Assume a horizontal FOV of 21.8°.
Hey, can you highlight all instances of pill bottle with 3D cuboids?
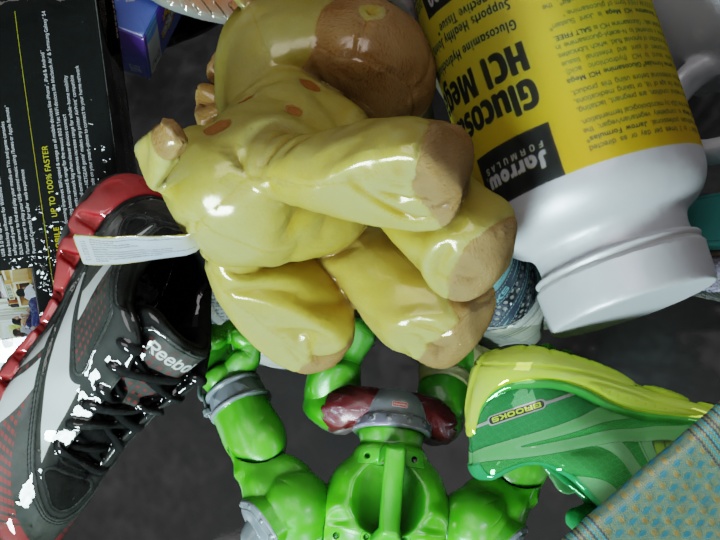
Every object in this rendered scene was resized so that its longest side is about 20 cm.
[{"bbox_3d":[0.101,-0.076,0.904,0.111,0.112,0.202,-18,79,0],"label":"pill bottle"}]

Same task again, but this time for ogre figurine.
[{"bbox_3d":[0.011,0.089,0.940,0.198,0.098,0.121,14,63,-19],"label":"ogre figurine"}]

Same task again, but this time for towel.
[{"bbox_3d":[0.183,0.132,0.885,0.199,0.147,0.022,-39,23,-5],"label":"towel"}]

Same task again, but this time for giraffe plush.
[{"bbox_3d":[-0.022,-0.064,0.888,0.198,0.173,0.163,10,51,0],"label":"giraffe plush"}]

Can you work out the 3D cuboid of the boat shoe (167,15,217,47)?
[{"bbox_3d":[-0.173,-0.134,1.091,0.199,0.069,0.057,-27,65,-6],"label":"boat shoe"}]

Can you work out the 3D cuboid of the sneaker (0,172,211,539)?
[{"bbox_3d":[-0.127,0.053,0.924,0.097,0.071,0.202,18,83,44],"label":"sneaker"}]

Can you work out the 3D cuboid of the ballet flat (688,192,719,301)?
[{"bbox_3d":[0.161,-0.009,0.974,0.199,0.072,0.072,7,62,49],"label":"ballet flat"}]

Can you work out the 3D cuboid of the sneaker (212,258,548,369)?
[{"bbox_3d":[0.000,0.000,0.984,0.198,0.086,0.078,-5,66,18],"label":"sneaker"}]

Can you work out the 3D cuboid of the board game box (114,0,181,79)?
[{"bbox_3d":[-0.184,-0.207,1.066,0.198,0.045,0.135,21,67,8],"label":"board game box"}]

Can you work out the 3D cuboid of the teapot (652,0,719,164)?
[{"bbox_3d":[0.176,-0.162,1.000,0.146,0.200,0.198,-42,85,17],"label":"teapot"}]

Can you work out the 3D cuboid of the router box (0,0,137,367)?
[{"bbox_3d":[-0.195,-0.045,1.004,0.147,0.051,0.202,-5,101,6],"label":"router box"}]

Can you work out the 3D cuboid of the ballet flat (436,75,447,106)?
[{"bbox_3d":[0.072,-0.117,1.026,0.072,0.068,0.201,-8,53,-14],"label":"ballet flat"}]

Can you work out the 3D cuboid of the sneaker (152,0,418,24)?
[{"bbox_3d":[-0.055,-0.179,1.011,0.198,0.072,0.080,20,48,-1],"label":"sneaker"}]

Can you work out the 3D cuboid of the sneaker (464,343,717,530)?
[{"bbox_3d":[0.138,0.098,0.914,0.198,0.074,0.084,19,82,-13],"label":"sneaker"}]

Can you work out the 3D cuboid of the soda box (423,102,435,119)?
[{"bbox_3d":[-0.018,-0.172,1.083,0.063,0.068,0.202,-18,64,0],"label":"soda box"}]
